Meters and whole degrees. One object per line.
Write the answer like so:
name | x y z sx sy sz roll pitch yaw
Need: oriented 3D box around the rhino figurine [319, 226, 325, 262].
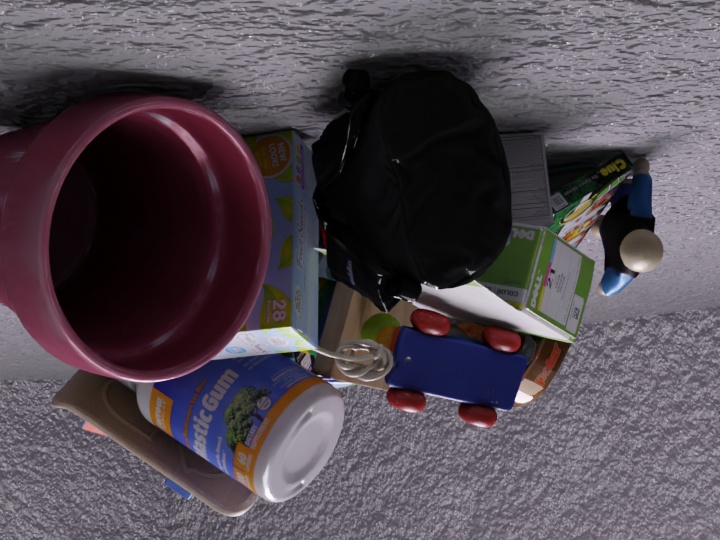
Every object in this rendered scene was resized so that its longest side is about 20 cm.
rhino figurine | -0.073 -0.042 1.494 0.060 0.088 0.200 0 160 12

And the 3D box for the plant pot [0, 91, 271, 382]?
plant pot | -0.193 -0.031 1.184 0.200 0.201 0.179 2 -174 -45

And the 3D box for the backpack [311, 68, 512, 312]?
backpack | 0.035 -0.059 1.201 0.126 0.168 0.200 -8 180 -15

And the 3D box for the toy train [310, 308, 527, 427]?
toy train | 0.030 0.064 1.406 0.199 0.085 0.116 14 -172 -25

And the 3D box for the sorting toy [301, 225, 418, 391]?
sorting toy | 0.000 0.000 1.513 0.069 0.201 0.199 15 177 19

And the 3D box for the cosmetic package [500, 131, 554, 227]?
cosmetic package | 0.126 -0.064 1.494 0.050 0.083 0.200 -3 174 -8

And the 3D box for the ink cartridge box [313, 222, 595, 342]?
ink cartridge box | 0.081 -0.011 1.362 0.147 0.076 0.200 10 168 36

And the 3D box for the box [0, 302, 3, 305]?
box | -0.233 -0.019 1.523 0.148 0.107 0.200 -6 174 7

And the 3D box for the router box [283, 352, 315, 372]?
router box | -0.141 0.101 1.639 0.199 0.150 0.051 2 -150 22

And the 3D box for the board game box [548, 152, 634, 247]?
board game box | 0.187 -0.036 1.598 0.105 0.023 0.200 -28 163 -24

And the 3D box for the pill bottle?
pill bottle | -0.122 0.105 1.432 0.200 0.112 0.112 29 -171 26

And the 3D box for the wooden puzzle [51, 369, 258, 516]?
wooden puzzle | -0.166 0.137 1.521 0.200 0.046 0.185 30 -152 2

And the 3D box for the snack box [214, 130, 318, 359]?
snack box | -0.136 -0.014 1.341 0.199 0.169 0.068 -7 159 16

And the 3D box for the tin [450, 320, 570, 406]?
tin | 0.126 0.053 1.507 0.042 0.112 0.200 22 -174 -26

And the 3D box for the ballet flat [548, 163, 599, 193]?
ballet flat | 0.148 -0.059 1.630 0.199 0.064 0.067 -8 172 26

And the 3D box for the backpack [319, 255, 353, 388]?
backpack | -0.077 0.035 1.719 0.199 0.184 0.147 -4 177 -12

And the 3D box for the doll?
doll | 0.257 -0.042 1.595 0.048 0.137 0.200 15 -164 -1
